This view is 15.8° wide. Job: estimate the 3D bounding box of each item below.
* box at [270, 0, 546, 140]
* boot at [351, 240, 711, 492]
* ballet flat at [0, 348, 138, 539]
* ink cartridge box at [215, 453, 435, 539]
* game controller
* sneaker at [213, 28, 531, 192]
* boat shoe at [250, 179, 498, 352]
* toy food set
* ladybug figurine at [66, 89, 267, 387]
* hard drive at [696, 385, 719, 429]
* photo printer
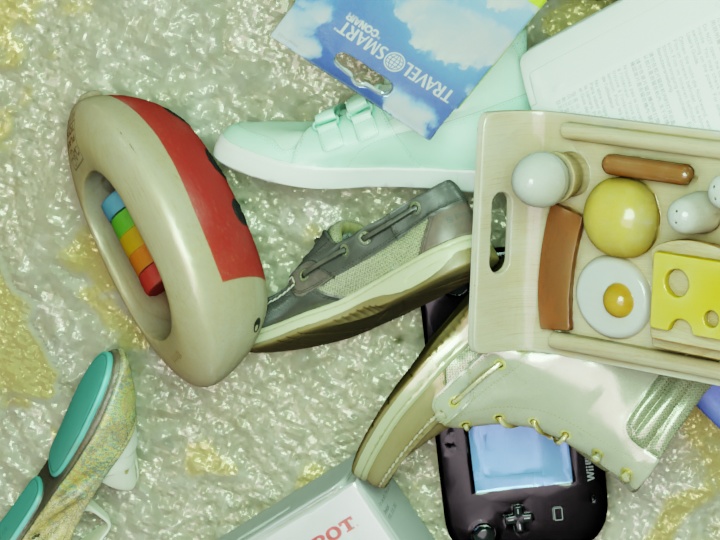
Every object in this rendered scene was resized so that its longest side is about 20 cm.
[{"bbox_3d":[0.052,-0.185,1.479,0.122,0.048,0.200,32,115,-15],"label":"box"},{"bbox_3d":[0.104,0.089,1.576,0.155,0.072,0.200,40,104,-2],"label":"boot"},{"bbox_3d":[-0.183,0.140,1.689,0.071,0.071,0.200,32,106,1],"label":"ballet flat"},{"bbox_3d":[-0.002,0.235,1.665,0.144,0.085,0.200,-32,97,15],"label":"ink cartridge box"},{"bbox_3d":[0.097,0.082,1.634,0.104,0.042,0.200,-4,103,11],"label":"game controller"},{"bbox_3d":[0.009,-0.111,1.587,0.200,0.074,0.118,1,104,5],"label":"sneaker"},{"bbox_3d":[0.000,0.000,1.604,0.200,0.073,0.065,-23,77,36],"label":"boat shoe"},{"bbox_3d":[0.149,-0.009,1.453,0.200,0.060,0.144,10,103,38],"label":"toy food set"},{"bbox_3d":[-0.117,-0.027,1.606,0.072,0.136,0.200,-24,83,-22],"label":"ladybug figurine"},{"bbox_3d":[0.217,0.001,1.591,0.200,0.025,0.132,45,95,-3],"label":"hard drive"},{"bbox_3d":[0.199,-0.091,1.488,0.200,0.069,0.167,-27,75,39],"label":"photo printer"}]
